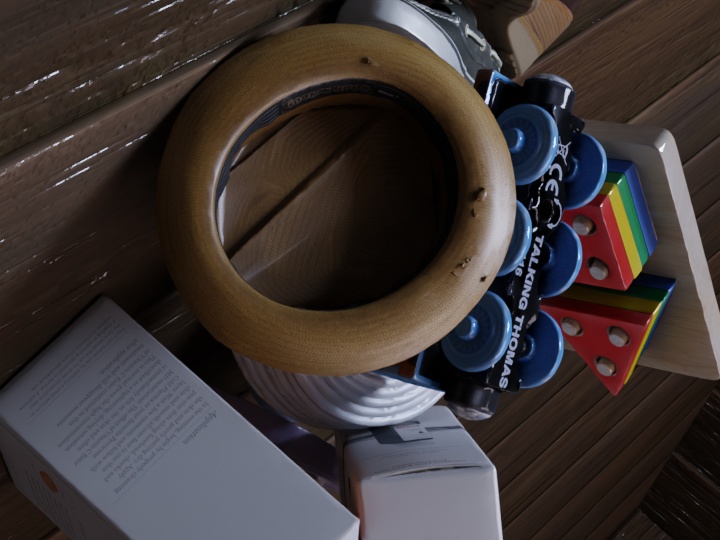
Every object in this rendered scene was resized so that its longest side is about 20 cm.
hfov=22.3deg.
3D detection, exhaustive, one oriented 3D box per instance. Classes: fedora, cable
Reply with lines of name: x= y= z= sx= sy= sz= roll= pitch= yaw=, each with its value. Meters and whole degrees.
fedora: x=-0.016 y=-0.033 z=0.992 sx=0.201 sy=0.201 sz=0.082 roll=-46 pitch=177 yaw=-17
cable: x=0.000 y=0.000 z=1.118 sx=0.199 sy=0.069 sz=0.202 roll=-27 pitch=118 yaw=-42

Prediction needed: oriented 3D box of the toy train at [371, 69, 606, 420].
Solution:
toy train: x=0.066 y=-0.018 z=1.052 sx=0.086 sy=0.113 sz=0.202 roll=20 pitch=83 yaw=-52

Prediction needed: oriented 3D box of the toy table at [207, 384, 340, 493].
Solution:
toy table: x=-0.074 y=0.162 z=1.250 sx=0.118 sy=0.182 sz=0.200 roll=-64 pitch=150 yaw=-10

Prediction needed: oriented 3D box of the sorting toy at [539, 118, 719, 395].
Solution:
sorting toy: x=0.129 y=-0.005 z=1.229 sx=0.070 sy=0.199 sz=0.200 roll=-49 pitch=133 yaw=-33

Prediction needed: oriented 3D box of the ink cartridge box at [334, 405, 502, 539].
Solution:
ink cartridge box: x=0.035 y=0.171 z=1.107 sx=0.200 sy=0.084 sz=0.147 roll=-122 pitch=-153 yaw=-84

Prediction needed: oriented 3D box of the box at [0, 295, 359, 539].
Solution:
box: x=-0.105 y=0.132 z=1.040 sx=0.097 sy=0.200 sz=0.125 roll=-43 pitch=162 yaw=-21

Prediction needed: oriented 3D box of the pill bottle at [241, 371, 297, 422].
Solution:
pill bottle: x=-0.003 y=0.050 z=1.283 sx=0.113 sy=0.112 sz=0.200 roll=-57 pitch=162 yaw=18

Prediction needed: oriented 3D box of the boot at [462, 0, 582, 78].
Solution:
boot: x=0.119 y=-0.229 z=1.146 sx=0.167 sy=0.072 sz=0.200 roll=-60 pitch=164 yaw=-14

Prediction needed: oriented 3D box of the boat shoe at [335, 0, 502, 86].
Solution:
boat shoe: x=0.037 y=-0.135 z=1.108 sx=0.200 sy=0.070 sz=0.064 roll=37 pitch=60 yaw=-65
